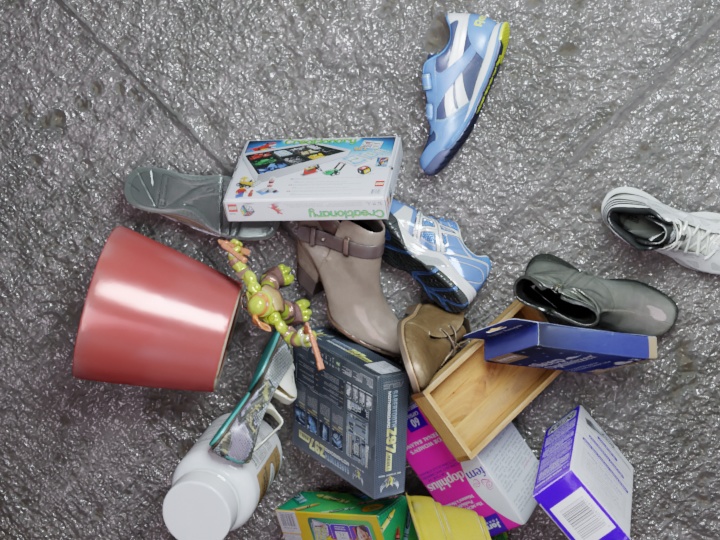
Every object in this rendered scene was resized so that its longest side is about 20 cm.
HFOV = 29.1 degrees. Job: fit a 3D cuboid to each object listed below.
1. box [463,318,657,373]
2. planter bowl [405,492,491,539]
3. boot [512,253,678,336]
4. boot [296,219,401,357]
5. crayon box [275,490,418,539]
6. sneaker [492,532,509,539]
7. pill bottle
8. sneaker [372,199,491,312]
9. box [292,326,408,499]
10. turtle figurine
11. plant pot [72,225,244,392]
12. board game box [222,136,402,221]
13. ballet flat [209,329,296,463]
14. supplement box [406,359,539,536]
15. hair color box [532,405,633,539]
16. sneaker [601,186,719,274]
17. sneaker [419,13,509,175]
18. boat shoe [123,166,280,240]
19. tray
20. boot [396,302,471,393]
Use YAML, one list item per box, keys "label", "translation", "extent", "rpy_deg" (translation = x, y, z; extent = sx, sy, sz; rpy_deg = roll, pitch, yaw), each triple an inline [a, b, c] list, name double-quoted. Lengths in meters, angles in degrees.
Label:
- label: "box"
  translation: [0.231, 0.090, 1.626]
  extent: [0.198, 0.121, 0.033]
  rpy_deg: [9, 74, -24]
- label: "planter bowl"
  translation: [0.123, 0.349, 1.656]
  extent: [0.083, 0.200, 0.202]
  rpy_deg: [-18, 101, -1]
- label: "boot"
  translation: [0.277, 0.046, 1.640]
  extent: [0.199, 0.131, 0.068]
  rpy_deg: [19, 107, 6]
- label: "boot"
  translation: [0.000, 0.000, 1.704]
  extent: [0.199, 0.070, 0.147]
  rpy_deg: [35, 132, 11]
- label: "crayon box"
  translation: [-0.011, 0.351, 1.783]
  extent: [0.199, 0.058, 0.120]
  rpy_deg: [-7, 106, 46]
- label: "sneaker"
  translation: [0.109, 0.394, 1.801]
  extent: [0.199, 0.084, 0.074]
  rpy_deg: [-29, 97, 18]
- label: "pill bottle"
  translation: [-0.177, 0.268, 1.769]
  extent: [0.113, 0.200, 0.115]
  rpy_deg: [3, 107, 12]
- label: "sneaker"
  translation: [0.074, -0.037, 1.704]
  extent: [0.200, 0.077, 0.076]
  rpy_deg: [44, 154, 11]
- label: "box"
  translation: [-0.016, 0.173, 1.722]
  extent: [0.051, 0.200, 0.159]
  rpy_deg: [-7, 107, -32]
- label: "turtle figurine"
  translation: [-0.106, 0.046, 1.705]
  extent: [0.064, 0.161, 0.200]
  rpy_deg: [-43, 84, 9]
- label: "plant pot"
  translation: [-0.248, 0.061, 1.743]
  extent: [0.176, 0.201, 0.202]
  rpy_deg: [15, 108, -2]
- label: "board game box"
  translation: [-0.055, -0.111, 1.674]
  extent: [0.198, 0.127, 0.035]
  rpy_deg: [0, 130, 13]
- label: "ballet flat"
  translation: [-0.120, 0.162, 1.748]
  extent: [0.072, 0.201, 0.072]
  rpy_deg: [19, 144, 14]
- label: "supplement box"
  translation: [0.132, 0.224, 1.729]
  extent: [0.101, 0.103, 0.201]
  rpy_deg: [-31, 98, 37]
- label: "hair color box"
  translation: [0.269, 0.253, 1.663]
  extent: [0.065, 0.200, 0.109]
  rpy_deg: [-39, 95, 21]
- label: "sneaker"
  translation: [0.372, -0.031, 1.606]
  extent: [0.199, 0.115, 0.076]
  rpy_deg: [20, 109, 6]
- label: "sneaker"
  translation: [0.107, -0.211, 1.642]
  extent: [0.082, 0.074, 0.201]
  rpy_deg: [24, 102, 7]
- label: "boat shoe"
  translation: [-0.197, -0.084, 1.755]
  extent: [0.200, 0.065, 0.075]
  rpy_deg: [11, 88, 4]
- label: "tray"
  translation: [0.161, 0.128, 1.671]
  extent: [0.099, 0.200, 0.037]
  rpy_deg: [54, 151, -5]
- label: "boot"
  translation: [0.089, 0.083, 1.657]
  extent: [0.075, 0.200, 0.074]
  rpy_deg: [-11, 108, 13]
